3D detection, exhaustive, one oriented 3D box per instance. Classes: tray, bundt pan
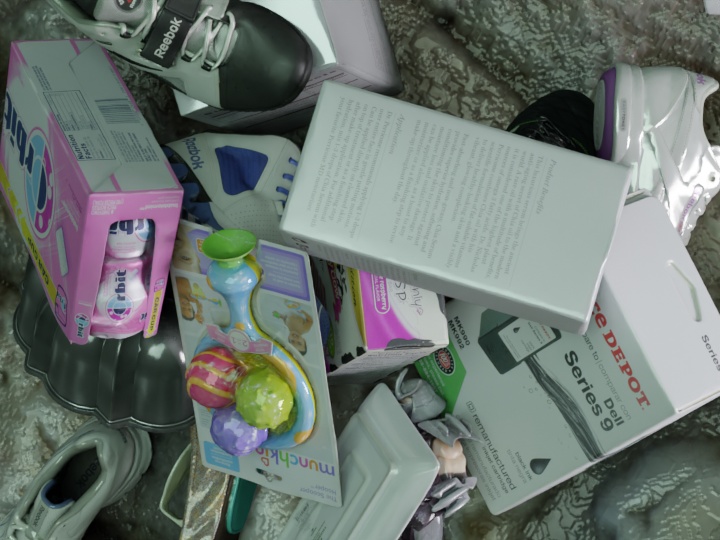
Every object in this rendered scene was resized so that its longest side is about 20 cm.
[{"bbox_3d":[-0.023,0.180,1.572,0.201,0.022,0.107,-59,33,16],"label":"tray"},{"bbox_3d":[-0.144,0.011,1.631,0.200,0.076,0.203,4,47,-4],"label":"bundt pan"}]

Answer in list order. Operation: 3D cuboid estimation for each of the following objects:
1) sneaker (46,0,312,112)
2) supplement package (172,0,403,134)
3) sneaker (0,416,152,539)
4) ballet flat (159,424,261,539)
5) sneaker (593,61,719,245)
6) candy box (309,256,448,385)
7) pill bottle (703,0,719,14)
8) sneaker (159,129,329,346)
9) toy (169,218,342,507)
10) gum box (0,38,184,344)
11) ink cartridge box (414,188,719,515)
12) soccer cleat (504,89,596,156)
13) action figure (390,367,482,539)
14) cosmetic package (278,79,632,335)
[{"bbox_3d":[-0.128,-0.156,1.479,0.199,0.088,0.075,23,95,15],"label":"sneaker"},{"bbox_3d":[-0.059,-0.168,1.609,0.116,0.200,0.118,-17,84,12],"label":"supplement package"},{"bbox_3d":[-0.233,0.186,1.702,0.074,0.087,0.201,33,97,10],"label":"sneaker"},{"bbox_3d":[-0.117,0.194,1.690,0.067,0.068,0.202,11,82,20],"label":"ballet flat"},{"bbox_3d":[0.211,-0.042,1.606,0.099,0.075,0.202,-1,98,-7],"label":"sneaker"},{"bbox_3d":[0.000,0.000,1.585,0.060,0.200,0.138,-4,81,-15],"label":"candy box"},{"bbox_3d":[0.331,-0.217,1.558,0.198,0.120,0.121,2,89,13],"label":"pill bottle"},{"bbox_3d":[-0.070,-0.036,1.578,0.115,0.081,0.199,-27,58,-30],"label":"sneaker"},{"bbox_3d":[-0.079,0.069,1.513,0.114,0.047,0.201,14,124,30],"label":"toy"},{"bbox_3d":[-0.180,-0.053,1.534,0.066,0.200,0.114,-4,127,-23],"label":"gum box"},{"bbox_3d":[0.140,0.056,1.566,0.200,0.084,0.147,-36,78,46],"label":"ink cartridge box"},{"bbox_3d":[0.113,-0.064,1.584,0.067,0.081,0.200,39,55,4],"label":"soccer cleat"},{"bbox_3d":[0.038,0.163,1.604,0.069,0.130,0.202,-9,107,-17],"label":"action figure"},{"bbox_3d":[0.059,-0.038,1.448,0.198,0.071,0.102,17,82,5],"label":"cosmetic package"}]
